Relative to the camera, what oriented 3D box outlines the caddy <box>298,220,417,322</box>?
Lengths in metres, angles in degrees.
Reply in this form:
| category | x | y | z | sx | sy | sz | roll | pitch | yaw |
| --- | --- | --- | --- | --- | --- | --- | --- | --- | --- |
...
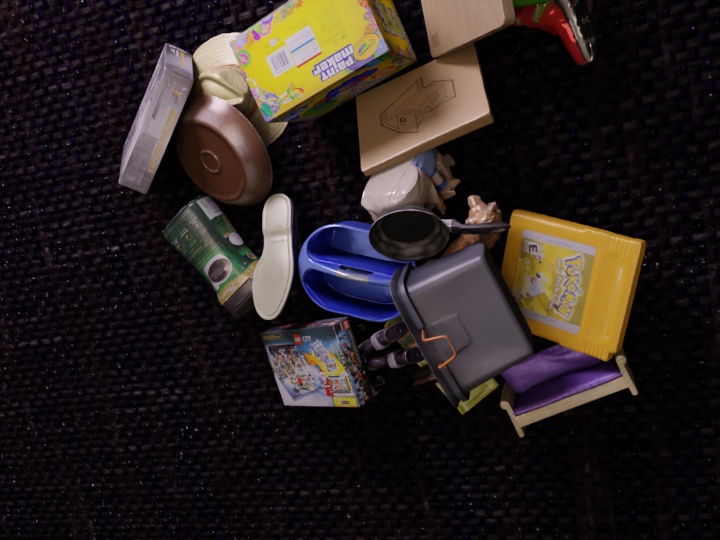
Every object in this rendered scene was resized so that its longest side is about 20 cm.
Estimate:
| category | x | y | z | sx | sy | sz | roll | pitch | yaw |
| --- | --- | --- | --- | --- | --- | --- | --- | --- | --- |
| caddy | 0.000 | 0.000 | 1.082 | 0.196 | 0.105 | 0.144 | 12 | 105 | 14 |

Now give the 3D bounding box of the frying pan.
| category | x | y | z | sx | sy | sz | roll | pitch | yaw |
| --- | --- | --- | --- | --- | --- | --- | --- | --- | --- |
| frying pan | 0.097 | -0.065 | 0.936 | 0.188 | 0.031 | 0.115 | -22 | 138 | 29 |

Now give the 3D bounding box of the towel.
| category | x | y | z | sx | sy | sz | roll | pitch | yaw |
| --- | --- | --- | --- | --- | --- | --- | --- | --- | --- |
| towel | 0.132 | 0.139 | 1.123 | 0.086 | 0.018 | 0.200 | -42 | 89 | 22 |

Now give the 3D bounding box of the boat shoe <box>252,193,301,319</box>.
| category | x | y | z | sx | sy | sz | roll | pitch | yaw |
| --- | --- | --- | --- | --- | --- | --- | --- | --- | --- |
| boat shoe | -0.129 | -0.018 | 1.112 | 0.073 | 0.066 | 0.203 | -5 | 78 | 21 |

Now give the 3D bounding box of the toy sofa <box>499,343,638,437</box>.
| category | x | y | z | sx | sy | sz | roll | pitch | yaw |
| --- | --- | --- | --- | --- | --- | --- | --- | --- | --- |
| toy sofa | 0.310 | 0.166 | 1.041 | 0.198 | 0.083 | 0.099 | -26 | 95 | 20 |

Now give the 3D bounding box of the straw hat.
| category | x | y | z | sx | sy | sz | roll | pitch | yaw |
| --- | --- | --- | --- | --- | --- | --- | --- | --- | --- |
| straw hat | -0.214 | -0.284 | 1.090 | 0.197 | 0.085 | 0.205 | 4 | 103 | 16 |

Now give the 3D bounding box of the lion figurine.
| category | x | y | z | sx | sy | sz | roll | pitch | yaw |
| --- | --- | --- | --- | --- | --- | --- | --- | --- | --- |
| lion figurine | 0.144 | -0.025 | 1.024 | 0.072 | 0.122 | 0.201 | 37 | 111 | 5 |

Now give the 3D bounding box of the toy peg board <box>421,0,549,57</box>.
| category | x | y | z | sx | sy | sz | roll | pitch | yaw |
| --- | --- | --- | --- | --- | --- | --- | --- | --- | --- |
| toy peg board | 0.162 | -0.415 | 0.917 | 0.096 | 0.199 | 0.204 | -15 | 99 | -19 |

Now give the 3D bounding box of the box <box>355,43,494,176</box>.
| category | x | y | z | sx | sy | sz | roll | pitch | yaw |
| --- | --- | --- | --- | --- | --- | --- | --- | --- | --- |
| box | 0.087 | -0.234 | 0.987 | 0.197 | 0.166 | 0.021 | -20 | 139 | 20 |

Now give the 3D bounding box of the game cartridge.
| category | x | y | z | sx | sy | sz | roll | pitch | yaw |
| --- | --- | --- | --- | --- | --- | --- | --- | --- | --- |
| game cartridge | 0.297 | 0.019 | 0.996 | 0.198 | 0.032 | 0.180 | 20 | 110 | 39 |

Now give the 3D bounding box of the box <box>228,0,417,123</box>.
| category | x | y | z | sx | sy | sz | roll | pitch | yaw |
| --- | --- | --- | --- | --- | --- | --- | --- | --- | --- |
| box | -0.045 | -0.314 | 0.976 | 0.198 | 0.193 | 0.124 | -25 | 95 | 21 |

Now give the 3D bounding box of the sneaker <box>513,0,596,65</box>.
| category | x | y | z | sx | sy | sz | roll | pitch | yaw |
| --- | --- | --- | --- | --- | --- | --- | --- | --- | --- |
| sneaker | 0.254 | -0.363 | 0.948 | 0.085 | 0.077 | 0.202 | -37 | 83 | 36 |

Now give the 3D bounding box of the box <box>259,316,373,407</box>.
| category | x | y | z | sx | sy | sz | roll | pitch | yaw |
| --- | --- | --- | --- | --- | --- | --- | --- | --- | --- |
| box | -0.076 | 0.155 | 1.134 | 0.198 | 0.037 | 0.139 | -10 | 101 | 46 |

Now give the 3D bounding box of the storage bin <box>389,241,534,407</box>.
| category | x | y | z | sx | sy | sz | roll | pitch | yaw |
| --- | --- | --- | --- | --- | --- | --- | --- | --- | --- |
| storage bin | 0.146 | 0.066 | 0.942 | 0.133 | 0.146 | 0.202 | -28 | 99 | 18 |

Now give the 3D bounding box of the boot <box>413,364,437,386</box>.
| category | x | y | z | sx | sy | sz | roll | pitch | yaw |
| --- | --- | --- | --- | --- | --- | --- | --- | --- | --- |
| boot | 0.152 | 0.110 | 1.081 | 0.199 | 0.074 | 0.098 | -32 | 69 | 29 |

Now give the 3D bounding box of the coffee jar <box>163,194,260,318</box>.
| category | x | y | z | sx | sy | sz | roll | pitch | yaw |
| --- | --- | --- | --- | --- | --- | --- | --- | --- | --- |
| coffee jar | -0.234 | -0.022 | 1.158 | 0.104 | 0.085 | 0.201 | -40 | 89 | 20 |

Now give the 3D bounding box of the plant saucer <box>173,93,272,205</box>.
| category | x | y | z | sx | sy | sz | roll | pitch | yaw |
| --- | --- | --- | --- | --- | --- | --- | --- | --- | --- |
| plant saucer | -0.231 | -0.182 | 1.095 | 0.198 | 0.037 | 0.203 | 22 | 138 | 21 |

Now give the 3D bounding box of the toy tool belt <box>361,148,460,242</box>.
| category | x | y | z | sx | sy | sz | roll | pitch | yaw |
| --- | --- | --- | --- | --- | --- | --- | --- | --- | --- |
| toy tool belt | 0.088 | -0.141 | 1.019 | 0.123 | 0.123 | 0.202 | 12 | 65 | 39 |

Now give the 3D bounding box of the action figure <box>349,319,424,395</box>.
| category | x | y | z | sx | sy | sz | roll | pitch | yaw |
| --- | --- | --- | --- | --- | --- | --- | --- | --- | --- |
| action figure | 0.012 | 0.142 | 1.118 | 0.199 | 0.069 | 0.132 | -23 | 94 | 46 |

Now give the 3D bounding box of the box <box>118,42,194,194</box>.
| category | x | y | z | sx | sy | sz | roll | pitch | yaw |
| --- | --- | --- | --- | --- | --- | --- | --- | --- | --- |
| box | -0.328 | -0.247 | 1.096 | 0.048 | 0.159 | 0.202 | 20 | 112 | -26 |
